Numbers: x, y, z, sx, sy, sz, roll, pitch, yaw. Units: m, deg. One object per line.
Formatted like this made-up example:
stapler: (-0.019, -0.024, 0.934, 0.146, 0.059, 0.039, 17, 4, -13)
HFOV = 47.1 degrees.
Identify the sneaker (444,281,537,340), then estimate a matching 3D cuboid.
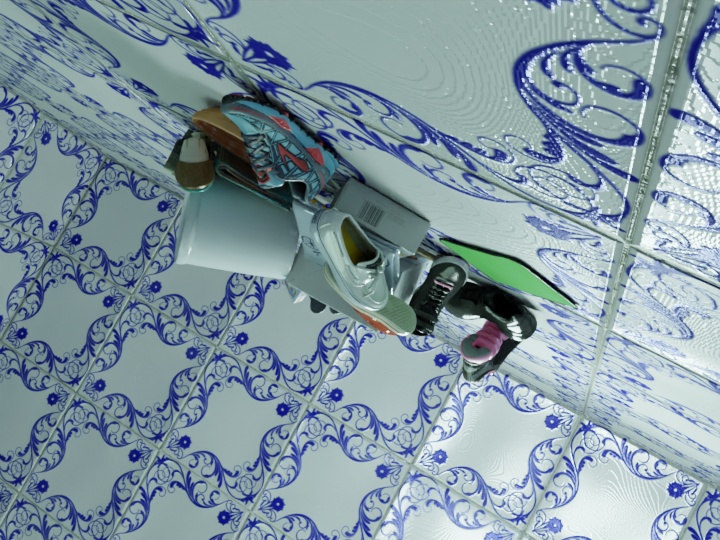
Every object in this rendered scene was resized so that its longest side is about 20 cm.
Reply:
sneaker: (0.226, 0.055, 1.506, 0.198, 0.076, 0.091, 19, 161, 29)

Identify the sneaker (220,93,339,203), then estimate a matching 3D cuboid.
sneaker: (-0.113, -0.156, 1.100, 0.199, 0.096, 0.079, 33, 173, -38)

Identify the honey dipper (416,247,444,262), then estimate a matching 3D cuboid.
honey dipper: (0.062, -0.058, 1.460, 0.198, 0.038, 0.038, 26, 175, -5)

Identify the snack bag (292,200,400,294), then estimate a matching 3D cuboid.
snack bag: (-0.018, -0.029, 1.343, 0.187, 0.022, 0.200, 26, 159, 14)

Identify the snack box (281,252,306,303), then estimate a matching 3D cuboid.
snack box: (-0.156, -0.039, 1.632, 0.201, 0.024, 0.072, 64, 150, 14)

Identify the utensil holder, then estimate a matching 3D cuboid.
utensil holder: (-0.218, -0.080, 1.476, 0.198, 0.172, 0.170, 10, 180, -16)

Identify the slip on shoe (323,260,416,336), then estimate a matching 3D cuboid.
slip on shoe: (0.008, 0.046, 1.339, 0.061, 0.075, 0.200, -16, 136, 43)

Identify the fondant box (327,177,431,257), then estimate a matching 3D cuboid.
fondant box: (0.021, -0.079, 1.333, 0.143, 0.059, 0.200, 30, 176, -6)

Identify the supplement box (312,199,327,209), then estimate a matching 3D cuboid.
supplement box: (-0.092, -0.101, 1.697, 0.199, 0.067, 0.069, 32, 174, -29)

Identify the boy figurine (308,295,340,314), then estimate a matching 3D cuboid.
boy figurine: (-0.073, 0.017, 1.700, 0.123, 0.065, 0.201, 4, -151, -10)

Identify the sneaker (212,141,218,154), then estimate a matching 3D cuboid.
sneaker: (-0.213, -0.178, 1.560, 0.199, 0.080, 0.074, 33, 176, -15)

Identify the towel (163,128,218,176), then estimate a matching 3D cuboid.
towel: (-0.284, -0.187, 1.622, 0.199, 0.035, 0.193, 33, -153, -14)

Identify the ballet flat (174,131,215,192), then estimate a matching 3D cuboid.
ballet flat: (-0.270, -0.189, 1.364, 0.067, 0.073, 0.200, 0, -159, -4)

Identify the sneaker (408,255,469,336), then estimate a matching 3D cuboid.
sneaker: (0.131, 0.054, 1.464, 0.070, 0.100, 0.200, 25, 148, -5)

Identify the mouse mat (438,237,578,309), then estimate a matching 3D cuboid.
mouse mat: (0.226, 0.003, 1.275, 0.160, 0.008, 0.199, 33, 173, -34)

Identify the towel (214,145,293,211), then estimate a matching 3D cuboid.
towel: (-0.182, -0.166, 1.417, 0.146, 0.022, 0.200, 27, -167, -16)

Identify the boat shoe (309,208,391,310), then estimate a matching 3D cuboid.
boat shoe: (0.008, -0.012, 1.228, 0.085, 0.075, 0.203, 6, 138, 41)

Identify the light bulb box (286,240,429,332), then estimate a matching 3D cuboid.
light bulb box: (0.000, 0.000, 1.529, 0.197, 0.126, 0.200, 28, -165, 13)

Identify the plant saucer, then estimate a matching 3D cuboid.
plant saucer: (-0.175, -0.204, 1.324, 0.199, 0.038, 0.200, 30, 176, 2)

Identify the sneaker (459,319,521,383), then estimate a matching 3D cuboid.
sneaker: (0.254, 0.146, 1.554, 0.079, 0.199, 0.096, 26, 130, 38)
